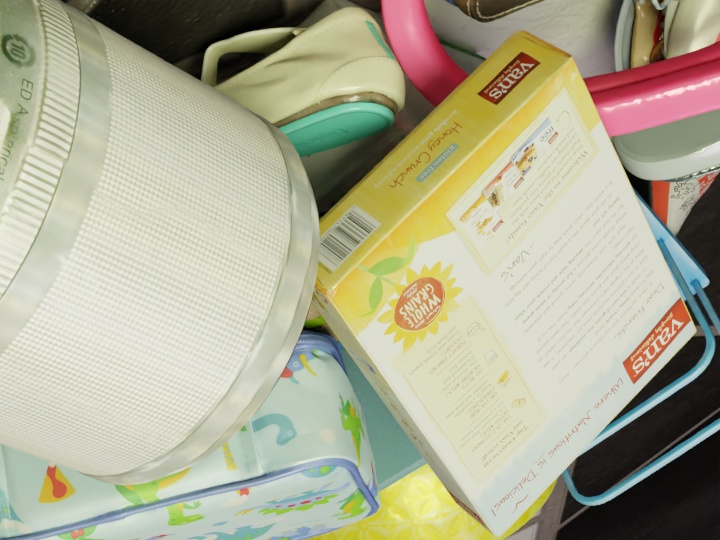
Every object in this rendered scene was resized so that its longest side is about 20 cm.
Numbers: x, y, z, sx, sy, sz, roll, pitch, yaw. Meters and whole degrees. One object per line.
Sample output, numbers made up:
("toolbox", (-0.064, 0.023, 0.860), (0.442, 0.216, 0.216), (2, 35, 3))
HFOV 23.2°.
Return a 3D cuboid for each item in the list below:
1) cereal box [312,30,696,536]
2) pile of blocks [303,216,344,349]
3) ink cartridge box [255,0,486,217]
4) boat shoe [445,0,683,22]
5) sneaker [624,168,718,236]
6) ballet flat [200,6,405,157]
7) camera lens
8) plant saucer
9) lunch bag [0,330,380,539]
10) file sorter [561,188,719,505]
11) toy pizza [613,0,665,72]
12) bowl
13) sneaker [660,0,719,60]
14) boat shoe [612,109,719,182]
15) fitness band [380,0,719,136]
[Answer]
("cereal box", (0.065, 0.012, 0.779), (0.144, 0.040, 0.200), (-44, 136, -11))
("pile of blocks", (0.000, 0.000, 0.816), (0.200, 0.062, 0.082), (9, 154, -43))
("ink cartridge box", (-0.027, -0.032, 0.890), (0.200, 0.083, 0.146), (-39, 154, 26))
("boat shoe", (0.132, -0.163, 0.804), (0.200, 0.073, 0.072), (-29, 156, 2))
("sneaker", (0.214, -0.078, 1.080), (0.108, 0.067, 0.202), (-23, 154, -5))
("ballet flat", (-0.073, -0.065, 0.792), (0.200, 0.070, 0.069), (-20, 160, 18))
("camera lens", (-0.127, -0.018, 0.659), (0.160, 0.160, 0.200), (-39, 136, 25))
("plant saucer", (-0.002, 0.064, 0.931), (0.070, 0.019, 0.200), (-30, 144, -6))
("lunch bag", (-0.095, 0.095, 0.818), (0.199, 0.083, 0.161), (-14, 159, 3))
("file sorter", (0.114, 0.021, 1.010), (0.139, 0.123, 0.200), (-36, 128, 14))
("toy pizza", (0.228, -0.142, 0.933), (0.200, 0.032, 0.201), (-15, 137, -15))
("bowl", (0.024, 0.093, 1.143), (0.200, 0.200, 0.108), (-21, 119, -15))
("sneaker", (0.232, -0.152, 0.833), (0.200, 0.093, 0.070), (-44, 130, 0))
("boat shoe", (0.229, -0.084, 0.910), (0.200, 0.071, 0.091), (-30, 135, -3))
("fitness band", (0.107, -0.130, 0.762), (0.199, 0.037, 0.144), (-13, 119, 12))
